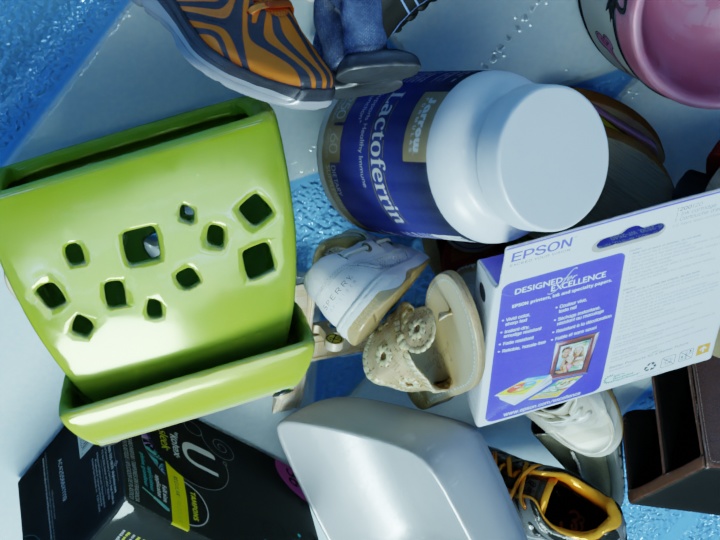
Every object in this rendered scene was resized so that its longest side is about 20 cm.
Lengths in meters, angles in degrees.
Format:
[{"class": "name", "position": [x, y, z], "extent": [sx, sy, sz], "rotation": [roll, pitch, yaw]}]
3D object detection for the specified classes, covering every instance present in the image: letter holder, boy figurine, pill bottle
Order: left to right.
[{"class": "boy figurine", "position": [-0.016, -0.212, 1.308], "extent": [0.064, 0.201, 0.124], "rotation": [-6, 167, -19]}, {"class": "pill bottle", "position": [0.068, -0.078, 1.374], "extent": [0.115, 0.199, 0.117], "rotation": [-3, 95, -35]}, {"class": "letter holder", "position": [0.320, 0.121, 1.666], "extent": [0.199, 0.143, 0.100], "rotation": [10, 153, -29]}]

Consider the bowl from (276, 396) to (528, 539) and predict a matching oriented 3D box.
[{"class": "bowl", "position": [0.045, 0.179, 1.542], "extent": [0.075, 0.199, 0.201], "rotation": [-40, 118, -30]}]

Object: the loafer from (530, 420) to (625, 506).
[{"class": "loafer", "position": [0.173, 0.119, 1.642], "extent": [0.069, 0.075, 0.201], "rotation": [-7, 125, 10]}]

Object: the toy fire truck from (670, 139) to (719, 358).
[{"class": "toy fire truck", "position": [0.335, -0.040, 1.549], "extent": [0.200, 0.128, 0.177], "rotation": [-49, 147, -35]}]

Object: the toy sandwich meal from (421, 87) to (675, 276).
[{"class": "toy sandwich meal", "position": [0.144, -0.038, 1.516], "extent": [0.204, 0.070, 0.206], "rotation": [-7, 126, -10]}]

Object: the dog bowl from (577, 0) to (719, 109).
[{"class": "dog bowl", "position": [0.257, -0.202, 1.432], "extent": [0.199, 0.074, 0.201], "rotation": [-7, 125, -11]}]

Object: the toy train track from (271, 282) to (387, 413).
[{"class": "toy train track", "position": [-0.007, 0.060, 1.538], "extent": [0.199, 0.033, 0.115], "rotation": [-10, 126, -26]}]

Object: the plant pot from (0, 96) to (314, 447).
[{"class": "plant pot", "position": [-0.132, 0.000, 1.350], "extent": [0.198, 0.200, 0.183], "rotation": [-16, 99, -4]}]

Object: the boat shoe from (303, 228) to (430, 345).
[{"class": "boat shoe", "position": [0.000, 0.000, 1.438], "extent": [0.069, 0.200, 0.071], "rotation": [39, 97, 3]}]

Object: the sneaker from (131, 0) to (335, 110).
[{"class": "sneaker", "position": [-0.076, -0.189, 1.279], "extent": [0.077, 0.200, 0.112], "rotation": [-6, 129, -51]}]

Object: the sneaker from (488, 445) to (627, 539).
[{"class": "sneaker", "position": [0.124, 0.177, 1.620], "extent": [0.199, 0.079, 0.077], "rotation": [18, 154, 5]}]

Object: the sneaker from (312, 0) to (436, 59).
[{"class": "sneaker", "position": [0.038, -0.204, 1.373], "extent": [0.078, 0.070, 0.201], "rotation": [21, 116, -21]}]

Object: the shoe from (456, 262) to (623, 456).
[{"class": "shoe", "position": [0.130, 0.081, 1.541], "extent": [0.070, 0.054, 0.200], "rotation": [-28, 118, 31]}]

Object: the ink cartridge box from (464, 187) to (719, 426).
[{"class": "ink cartridge box", "position": [0.173, 0.013, 1.427], "extent": [0.197, 0.044, 0.201], "rotation": [-15, 143, -16]}]

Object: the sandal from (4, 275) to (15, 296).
[{"class": "sandal", "position": [-0.161, 0.049, 1.485], "extent": [0.211, 0.070, 0.078], "rotation": [30, 112, -31]}]

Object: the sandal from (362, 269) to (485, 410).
[{"class": "sandal", "position": [0.035, 0.067, 1.457], "extent": [0.069, 0.078, 0.212], "rotation": [-21, 166, -13]}]

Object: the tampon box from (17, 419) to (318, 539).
[{"class": "tampon box", "position": [-0.143, 0.205, 1.557], "extent": [0.199, 0.150, 0.126], "rotation": [29, 114, -30]}]
